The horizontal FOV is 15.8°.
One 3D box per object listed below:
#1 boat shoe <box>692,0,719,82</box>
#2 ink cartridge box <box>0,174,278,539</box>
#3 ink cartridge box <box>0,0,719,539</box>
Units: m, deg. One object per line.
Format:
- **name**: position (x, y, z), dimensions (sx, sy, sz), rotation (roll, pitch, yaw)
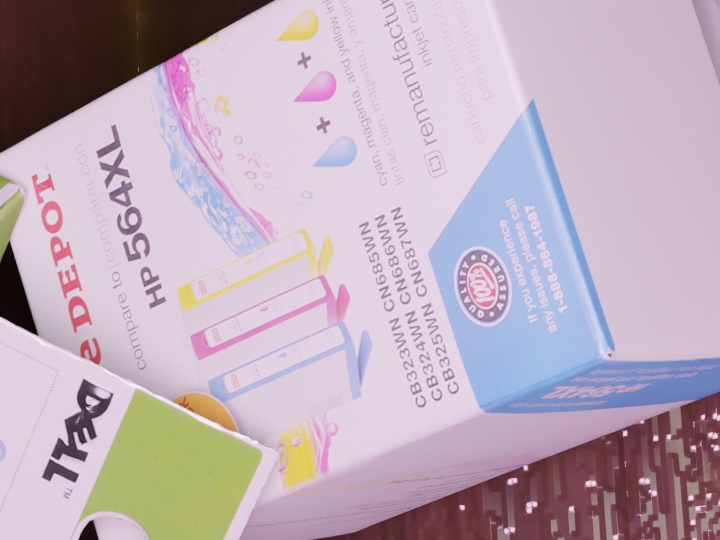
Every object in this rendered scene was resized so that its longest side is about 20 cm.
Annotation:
- **boat shoe**: position (0.122, -0.025, 0.820), dimensions (0.065, 0.072, 0.201), rotation (-20, 79, 5)
- **ink cartridge box**: position (-0.130, 0.048, 0.730), dimensions (0.199, 0.076, 0.148), rotation (27, 115, 2)
- **ink cartridge box**: position (0.000, 0.000, 0.745), dimensions (0.199, 0.125, 0.129), rotation (-25, 76, 31)
